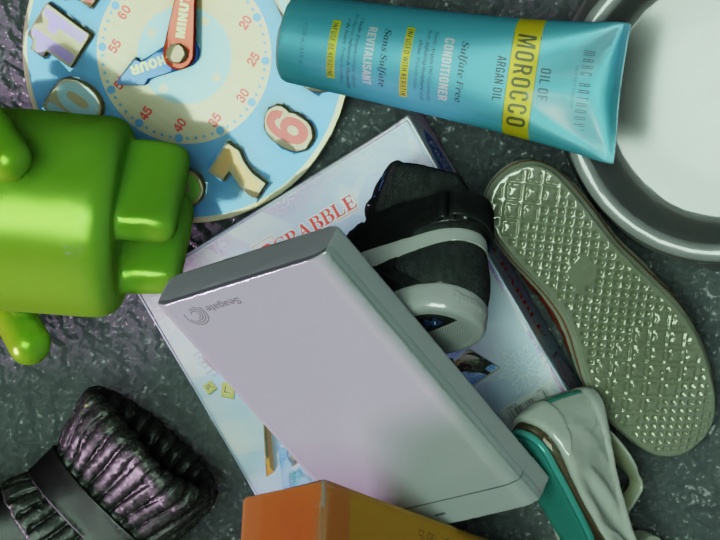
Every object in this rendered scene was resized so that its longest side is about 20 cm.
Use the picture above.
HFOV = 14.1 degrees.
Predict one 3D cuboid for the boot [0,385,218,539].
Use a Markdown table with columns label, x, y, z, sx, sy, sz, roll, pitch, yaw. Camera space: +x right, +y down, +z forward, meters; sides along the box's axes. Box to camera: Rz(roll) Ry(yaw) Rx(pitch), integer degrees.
| label | x | y | z | sx | sy | sz | roll | pitch | yaw |
| --- | --- | --- | --- | --- | --- | --- | --- | --- | --- |
| boot | -0.204 | 0.129 | 1.748 | 0.210 | 0.079 | 0.158 | 32 | 110 | -3 |

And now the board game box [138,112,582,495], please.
| label | x | y | z | sx | sy | sz | roll | pitch | yaw |
| --- | --- | --- | --- | --- | --- | --- | --- | --- | --- |
| board game box | 0.000 | 0.043 | 1.710 | 0.199 | 0.041 | 0.200 | -30 | 90 | 15 |

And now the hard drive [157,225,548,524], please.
| label | x | y | z | sx | sy | sz | roll | pitch | yaw |
| --- | --- | --- | --- | --- | --- | --- | --- | --- | --- |
| hard drive | -0.004 | 0.066 | 1.609 | 0.131 | 0.027 | 0.200 | -16 | 124 | 40 |

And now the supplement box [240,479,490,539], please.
| label | x | y | z | sx | sy | sz | roll | pitch | yaw |
| --- | --- | --- | --- | --- | --- | --- | --- | --- | --- |
| supplement box | 0.021 | 0.175 | 1.638 | 0.069 | 0.199 | 0.067 | -17 | 62 | 40 |

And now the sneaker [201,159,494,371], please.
| label | x | y | z | sx | sy | sz | roll | pitch | yaw |
| --- | --- | --- | --- | --- | --- | --- | --- | --- | --- |
| sneaker | 0.000 | 0.000 | 1.655 | 0.199 | 0.073 | 0.113 | -13 | 54 | 39 |

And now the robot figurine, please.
| label | x | y | z | sx | sy | sz | roll | pitch | yaw |
| --- | --- | --- | --- | --- | --- | --- | --- | --- | --- |
| robot figurine | -0.198 | -0.035 | 1.678 | 0.198 | 0.116 | 0.176 | 5 | 139 | 4 |

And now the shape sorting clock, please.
| label | x | y | z | sx | sy | sz | roll | pitch | yaw |
| --- | --- | --- | --- | --- | --- | --- | --- | --- | --- |
| shape sorting clock | -0.104 | -0.128 | 1.715 | 0.198 | 0.039 | 0.202 | 2 | 97 | 14 |

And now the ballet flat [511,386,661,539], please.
| label | x | y | z | sx | sy | sz | roll | pitch | yaw |
| --- | --- | --- | --- | --- | --- | --- | --- | --- | --- |
| ballet flat | 0.144 | 0.153 | 1.670 | 0.069 | 0.070 | 0.201 | -14 | 117 | 14 |

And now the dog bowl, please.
| label | x | y | z | sx | sy | sz | roll | pitch | yaw |
| --- | --- | --- | --- | --- | --- | --- | --- | --- | --- |
| dog bowl | 0.203 | -0.095 | 1.637 | 0.199 | 0.059 | 0.202 | 2 | 98 | 13 |

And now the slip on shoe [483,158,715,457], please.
| label | x | y | z | sx | sy | sz | roll | pitch | yaw |
| --- | --- | --- | --- | --- | --- | --- | --- | --- | --- |
| slip on shoe | 0.137 | 0.018 | 1.669 | 0.074 | 0.061 | 0.200 | -36 | 101 | 4 |

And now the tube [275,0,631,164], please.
| label | x | y | z | sx | sy | sz | roll | pitch | yaw |
| --- | --- | --- | --- | --- | --- | --- | --- | --- | --- |
| tube | 0.053 | -0.115 | 1.638 | 0.199 | 0.050 | 0.078 | 11 | 106 | 18 |
